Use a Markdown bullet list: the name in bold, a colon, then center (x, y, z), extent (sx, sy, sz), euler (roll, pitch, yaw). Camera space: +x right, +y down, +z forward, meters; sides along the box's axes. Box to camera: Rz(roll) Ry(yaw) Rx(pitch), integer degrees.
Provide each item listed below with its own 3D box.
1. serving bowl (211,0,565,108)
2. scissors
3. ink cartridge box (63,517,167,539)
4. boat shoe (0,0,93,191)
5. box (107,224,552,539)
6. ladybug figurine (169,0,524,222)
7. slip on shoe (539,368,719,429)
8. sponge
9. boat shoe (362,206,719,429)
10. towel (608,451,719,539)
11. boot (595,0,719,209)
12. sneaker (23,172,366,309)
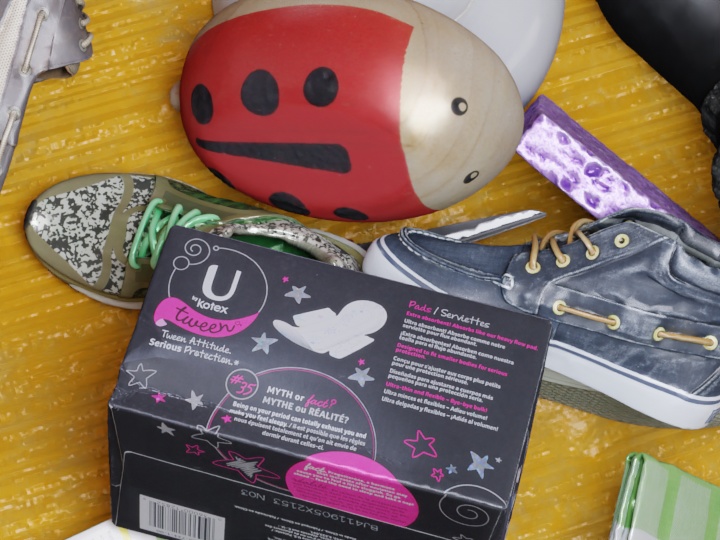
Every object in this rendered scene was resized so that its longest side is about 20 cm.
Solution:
- **serving bowl**: center (0.020, -0.161, 1.513), extent (0.199, 0.066, 0.201), euler (2, 79, -8)
- **scissors**: center (0.000, 0.000, 1.488), extent (0.199, 0.014, 0.074), euler (1, 74, 3)
- **ink cartridge box**: center (-0.161, 0.222, 1.424), extent (0.199, 0.048, 0.146), euler (-24, 85, -15)
- **boat shoe**: center (-0.181, -0.126, 1.477), extent (0.073, 0.074, 0.201), euler (27, 85, -14)
- **box**: center (-0.015, 0.077, 1.387), extent (0.199, 0.132, 0.115), euler (15, 58, 6)
- **ladybug figurine**: center (-0.015, -0.079, 1.436), extent (0.199, 0.136, 0.072), euler (3, 37, 28)
- **slip on shoe**: center (0.121, 0.041, 1.493), extent (0.199, 0.074, 0.062), euler (16, 75, -2)
- **sponge**: center (0.165, -0.020, 1.488), extent (0.200, 0.112, 0.030), euler (39, 98, -1)
- **boat shoe**: center (0.106, 0.001, 1.416), extent (0.199, 0.071, 0.091), euler (22, 111, 0)
- **towel**: center (0.164, 0.210, 1.458), extent (0.149, 0.031, 0.201), euler (27, 71, -43)
- **boot**: center (0.197, -0.094, 1.481), extent (0.211, 0.080, 0.158), euler (36, 35, -2)
- **sneaker**: center (-0.082, -0.015, 1.443), extent (0.199, 0.089, 0.077), euler (12, 77, 8)
